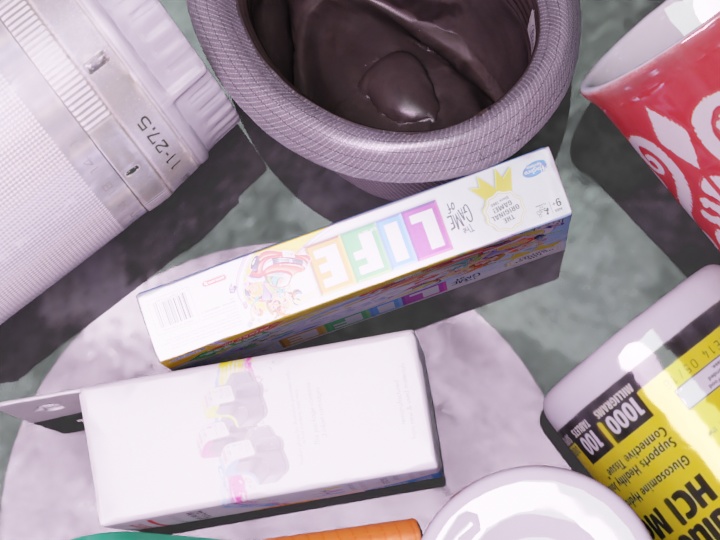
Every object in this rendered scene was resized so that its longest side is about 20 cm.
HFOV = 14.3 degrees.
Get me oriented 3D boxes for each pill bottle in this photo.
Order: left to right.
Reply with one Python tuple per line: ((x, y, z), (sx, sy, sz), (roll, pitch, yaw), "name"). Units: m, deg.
((0.079, 0.147, 1.306), (0.112, 0.200, 0.113), (0, 84, 2), "pill bottle")
((0.187, 0.106, 1.350), (0.112, 0.112, 0.200), (-38, 83, -2), "pill bottle")

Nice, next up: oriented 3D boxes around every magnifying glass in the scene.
((-0.069, 0.145, 1.384), (0.199, 0.080, 0.022), (-9, 57, -9), "magnifying glass")

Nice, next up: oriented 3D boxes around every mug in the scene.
((0.230, -0.059, 1.348), (0.177, 0.133, 0.200), (-39, 98, -15), "mug")

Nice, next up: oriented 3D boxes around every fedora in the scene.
((0.012, -0.109, 1.381), (0.177, 0.090, 0.200), (-37, 65, -19), "fedora")

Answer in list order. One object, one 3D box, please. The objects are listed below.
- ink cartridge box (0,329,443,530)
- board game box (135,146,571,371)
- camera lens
((-0.064, 0.081, 1.363), (0.199, 0.115, 0.068), (-10, 83, 2), "ink cartridge box")
((0.000, 0.000, 1.359), (0.199, 0.134, 0.034), (-20, 83, 1), "board game box")
((-0.178, -0.069, 1.362), (0.200, 0.160, 0.160), (-38, 83, -2), "camera lens")
